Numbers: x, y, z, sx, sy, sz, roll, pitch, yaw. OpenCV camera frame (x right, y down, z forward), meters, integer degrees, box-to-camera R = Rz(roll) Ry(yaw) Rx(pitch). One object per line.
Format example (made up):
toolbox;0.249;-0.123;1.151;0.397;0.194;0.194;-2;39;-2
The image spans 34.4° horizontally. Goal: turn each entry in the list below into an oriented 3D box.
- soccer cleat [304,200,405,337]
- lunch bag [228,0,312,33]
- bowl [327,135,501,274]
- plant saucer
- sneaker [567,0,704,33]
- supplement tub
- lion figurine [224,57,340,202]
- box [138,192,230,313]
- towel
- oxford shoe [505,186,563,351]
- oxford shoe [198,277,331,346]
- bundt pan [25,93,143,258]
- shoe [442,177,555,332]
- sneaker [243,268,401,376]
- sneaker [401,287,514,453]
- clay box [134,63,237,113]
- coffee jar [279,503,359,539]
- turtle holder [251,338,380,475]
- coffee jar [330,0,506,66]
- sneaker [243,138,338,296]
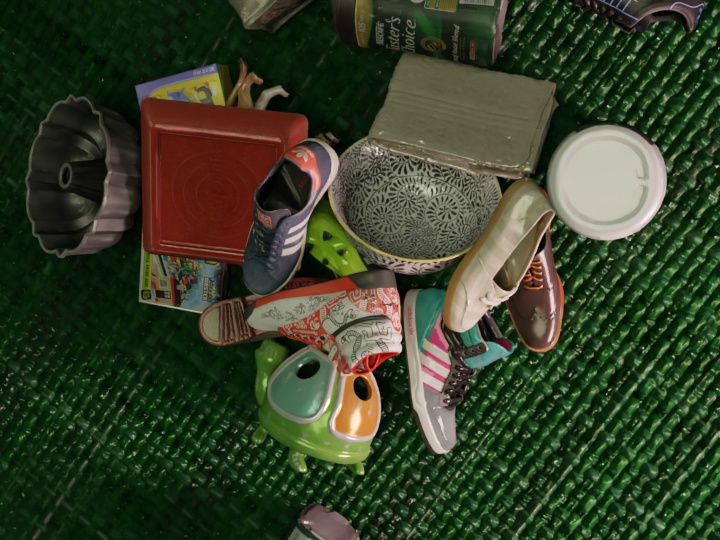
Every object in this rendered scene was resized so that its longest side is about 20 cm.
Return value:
soccer cleat;0.000;0.000;1.400;0.067;0.081;0.200;-24;118;24
lunch bag;-0.090;-0.407;1.371;0.200;0.118;0.164;-36;86;19
bowl;0.059;-0.063;1.359;0.200;0.201;0.094;22;144;11
plant saucer;-0.166;-0.093;1.370;0.199;0.037;0.200;7;115;6
sneaker;0.285;-0.309;1.308;0.199;0.070;0.078;5;90;13
supplement tub;0.269;-0.098;1.264;0.122;0.200;0.123;1;94;14
lion figurine;-0.108;-0.149;1.412;0.200;0.072;0.122;45;108;-2
box;-0.213;-0.047;1.438;0.110;0.035;0.201;10;116;4
towel;0.121;-0.181;1.353;0.199;0.035;0.133;16;66;13
oxford shoe;0.195;-0.001;1.357;0.071;0.073;0.201;-8;93;14
oxford shoe;-0.100;0.050;1.444;0.199;0.075;0.071;-7;85;-5
bundt pan;-0.336;-0.114;1.451;0.201;0.076;0.203;-5;83;45
shoe;0.151;-0.006;1.279;0.053;0.070;0.200;43;122;31
sneaker;-0.044;0.072;1.332;0.201;0.067;0.108;-15;76;26
sneaker;0.124;0.116;1.385;0.120;0.084;0.201;-8;92;24
clay box;-0.202;-0.147;1.458;0.114;0.048;0.201;-13;91;15
coffee jar;-0.088;0.395;1.450;0.085;0.104;0.200;35;103;12
turtle holder;-0.051;0.155;1.414;0.140;0.186;0.132;14;101;-20
coffee jar;0.064;-0.297;1.331;0.199;0.104;0.086;11;72;9
sneaker;-0.097;-0.055;1.301;0.075;0.084;0.201;30;114;17
